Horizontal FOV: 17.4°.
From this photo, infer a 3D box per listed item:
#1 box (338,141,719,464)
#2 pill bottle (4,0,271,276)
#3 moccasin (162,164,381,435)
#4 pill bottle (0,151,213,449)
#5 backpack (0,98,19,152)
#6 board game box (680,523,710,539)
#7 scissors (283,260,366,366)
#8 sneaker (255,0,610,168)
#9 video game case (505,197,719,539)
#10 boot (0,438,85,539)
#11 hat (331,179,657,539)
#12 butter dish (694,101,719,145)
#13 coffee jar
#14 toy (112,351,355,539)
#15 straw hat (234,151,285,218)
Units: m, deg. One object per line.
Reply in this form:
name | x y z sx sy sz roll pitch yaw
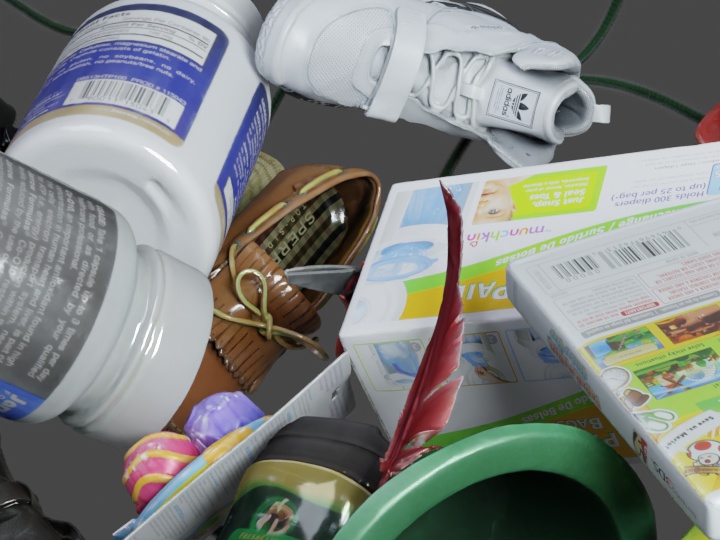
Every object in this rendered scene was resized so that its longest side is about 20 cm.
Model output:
box | 0.108 0.020 1.105 0.199 0.102 0.113 -7 40 25
pill bottle | -0.112 -0.075 1.240 0.119 0.120 0.200 -11 30 20
moccasin | -0.051 0.017 1.236 0.078 0.074 0.201 -13 25 46
pill bottle | -0.175 0.003 1.096 0.114 0.199 0.114 -43 32 36
backpack | -0.310 -0.030 1.368 0.200 0.150 0.178 -46 19 30
board game box | 0.186 0.119 0.919 0.200 0.048 0.101 -45 45 -16
scissors | 0.000 0.000 1.145 0.014 0.200 0.073 38 84 17
sneaker | 0.045 -0.107 1.262 0.199 0.075 0.115 2 21 -45
video game case | 0.185 0.021 0.945 0.199 0.023 0.182 -16 35 -15
boot | -0.247 0.144 1.205 0.200 0.069 0.174 -32 41 0
hat | 0.018 0.104 1.008 0.199 0.166 0.176 -29 33 -17
butter dish | 0.273 -0.131 1.151 0.200 0.148 0.199 -38 37 -15
coffee jar | -0.039 0.162 1.019 0.085 0.105 0.200 6 46 35
toy | -0.090 0.104 1.102 0.200 0.115 0.047 -43 78 -10
straw hat | -0.147 -0.043 1.354 0.200 0.085 0.202 -16 37 13
